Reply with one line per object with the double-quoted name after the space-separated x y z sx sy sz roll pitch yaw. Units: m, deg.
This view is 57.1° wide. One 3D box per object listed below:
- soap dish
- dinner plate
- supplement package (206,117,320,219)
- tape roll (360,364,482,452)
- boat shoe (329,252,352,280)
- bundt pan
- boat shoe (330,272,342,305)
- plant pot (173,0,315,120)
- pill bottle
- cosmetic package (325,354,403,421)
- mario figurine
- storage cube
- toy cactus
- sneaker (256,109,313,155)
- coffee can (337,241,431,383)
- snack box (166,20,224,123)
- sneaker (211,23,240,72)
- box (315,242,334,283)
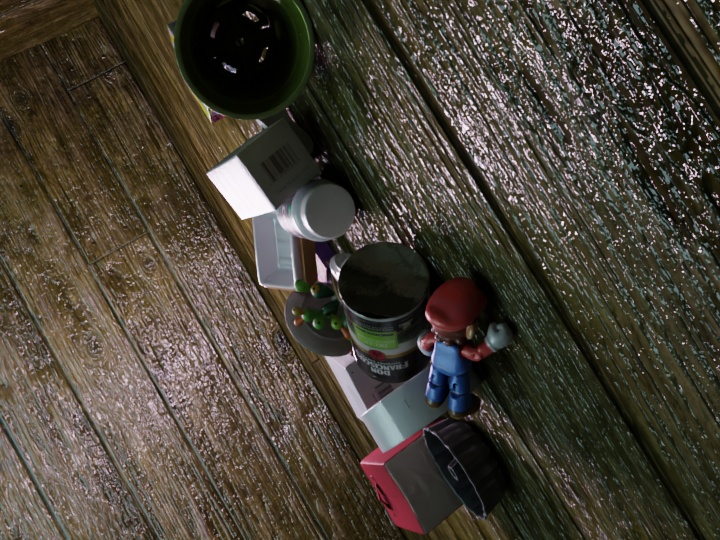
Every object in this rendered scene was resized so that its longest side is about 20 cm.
-0.173 -0.058 1.533 0.156 0.081 0.204 4 103 43 "soap dish"
-0.075 0.103 1.505 0.201 0.198 0.024 54 142 21 "dinner plate"
-0.181 -0.180 1.211 0.118 0.117 0.199 53 159 -17 "supplement package"
0.098 0.210 1.077 0.071 0.201 0.203 56 165 11 "tape roll"
0.000 0.000 1.261 0.200 0.070 0.070 38 156 48 "boat shoe"
0.206 0.370 1.273 0.203 0.075 0.203 54 164 23 "bundt pan"
0.003 0.063 1.407 0.068 0.071 0.202 -48 60 41 "boat shoe"
-0.180 -0.348 1.015 0.190 0.198 0.202 -121 6 -66 "plant pot"
-0.085 -0.113 1.238 0.114 0.112 0.200 63 165 -14 "pill bottle"
0.026 0.265 1.591 0.201 0.122 0.200 63 164 -13 "cosmetic package"
0.142 0.099 0.918 0.106 0.121 0.203 -83 -5 -61 "mario figurine"
0.132 0.444 1.452 0.172 0.198 0.180 58 159 4 "storage cube"
-0.058 0.084 1.453 0.199 0.165 0.103 37 133 1 "toy cactus"
-0.162 -0.267 1.280 0.201 0.070 0.100 51 159 16 "sneaker"
0.046 0.072 1.091 0.147 0.145 0.201 49 162 34 "coffee can"
-0.399 -0.497 1.647 0.170 0.067 0.201 55 163 19 "snack box"
-0.288 -0.447 1.334 0.202 0.081 0.070 61 165 -5 "sneaker"
-0.120 -0.060 1.611 0.201 0.039 0.137 55 165 19 "box"
